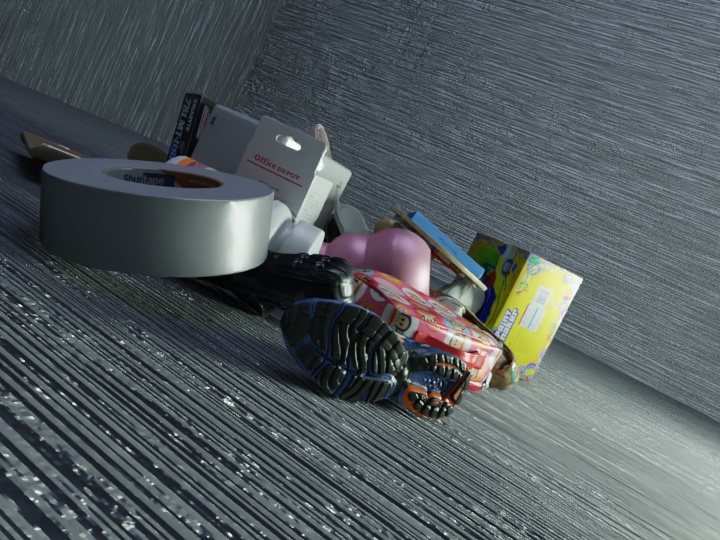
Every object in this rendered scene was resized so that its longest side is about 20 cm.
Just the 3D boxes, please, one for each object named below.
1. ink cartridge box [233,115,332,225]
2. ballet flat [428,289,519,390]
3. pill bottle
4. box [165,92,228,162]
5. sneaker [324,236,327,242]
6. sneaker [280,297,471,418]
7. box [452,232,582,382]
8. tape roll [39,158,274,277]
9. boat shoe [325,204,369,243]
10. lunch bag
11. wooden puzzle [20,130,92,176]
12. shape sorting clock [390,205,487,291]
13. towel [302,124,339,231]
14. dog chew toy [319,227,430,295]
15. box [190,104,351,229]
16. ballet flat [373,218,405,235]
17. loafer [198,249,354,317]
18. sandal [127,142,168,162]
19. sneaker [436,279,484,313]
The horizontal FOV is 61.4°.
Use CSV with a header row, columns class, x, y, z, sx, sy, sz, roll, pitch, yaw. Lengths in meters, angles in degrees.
class,x,y,z,sx,sy,sz,roll,pitch,yaw
ink cartridge box,-0.118,-0.094,0.834,0.116,0.201,0.067,28,6,19
ballet flat,0.149,0.082,0.859,0.200,0.070,0.065,41,-20,25
pill bottle,-0.152,-0.050,0.735,0.199,0.110,0.110,26,5,2
box,-0.265,-0.194,1.113,0.050,0.201,0.198,15,-1,26
sneaker,-0.028,-0.005,1.092,0.199,0.076,0.114,30,5,15
sneaker,0.007,0.077,0.532,0.200,0.076,0.078,32,-8,-36
box,0.256,0.060,1.096,0.122,0.201,0.193,23,5,-20
tape roll,-0.182,-0.054,0.557,0.199,0.066,0.200,8,16,-2
boat shoe,-0.011,-0.013,0.993,0.072,0.061,0.202,9,51,-32
lunch bag,0.073,0.074,0.732,0.200,0.082,0.176,23,7,-34
wooden puzzle,-0.381,-0.133,0.860,0.185,0.046,0.200,22,2,-36
shape sorting clock,0.122,-0.034,0.970,0.200,0.039,0.200,41,1,-1
towel,-0.120,-0.151,1.140,0.032,0.192,0.200,-8,-4,-43
dog chew toy,0.000,0.000,0.875,0.199,0.125,0.125,2,3,7
box,-0.167,-0.135,1.010,0.199,0.201,0.171,30,5,37
ballet flat,0.075,0.007,1.025,0.201,0.068,0.063,65,20,-7
loafer,-0.102,0.013,0.618,0.200,0.071,0.068,10,20,19
sandal,-0.376,-0.174,1.222,0.211,0.078,0.070,33,-13,12
sneaker,0.132,0.068,0.991,0.072,0.072,0.200,-7,11,41
